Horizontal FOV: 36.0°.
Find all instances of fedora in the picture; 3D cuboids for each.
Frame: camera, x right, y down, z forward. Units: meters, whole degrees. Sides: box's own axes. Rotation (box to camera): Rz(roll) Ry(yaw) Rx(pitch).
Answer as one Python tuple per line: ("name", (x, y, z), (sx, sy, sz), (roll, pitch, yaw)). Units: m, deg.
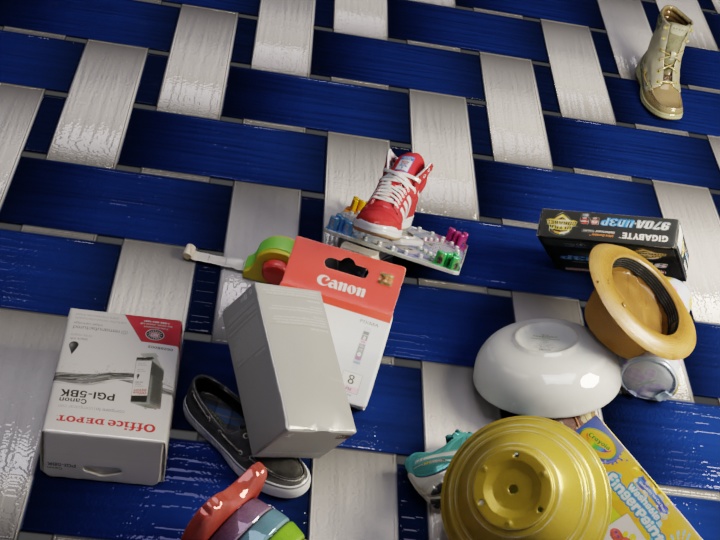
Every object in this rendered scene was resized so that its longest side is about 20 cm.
("fedora", (0.362, 0.056, 1.503), (0.200, 0.082, 0.201), (26, 37, -22))

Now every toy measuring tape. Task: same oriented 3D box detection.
("toy measuring tape", (-0.152, -0.024, 1.583), (0.200, 0.074, 0.074), (14, 43, -1))

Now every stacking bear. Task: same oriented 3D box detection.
("stacking bear", (-0.088, 0.328, 1.201), (0.200, 0.114, 0.121), (41, 34, 12))

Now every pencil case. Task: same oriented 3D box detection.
("pencil case", (0.429, 0.096, 1.599), (0.091, 0.083, 0.200), (32, 43, -7))

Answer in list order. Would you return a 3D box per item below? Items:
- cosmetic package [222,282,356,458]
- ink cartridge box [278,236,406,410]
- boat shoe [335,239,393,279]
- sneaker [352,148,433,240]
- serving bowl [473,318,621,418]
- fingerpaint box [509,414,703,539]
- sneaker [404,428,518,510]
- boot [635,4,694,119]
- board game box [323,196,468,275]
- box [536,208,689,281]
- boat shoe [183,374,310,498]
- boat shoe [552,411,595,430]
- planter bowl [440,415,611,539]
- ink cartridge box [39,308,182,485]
("cosmetic package", (-0.088, 0.122, 1.340), (0.107, 0.090, 0.200), (11, 55, -37))
("ink cartridge box", (-0.042, 0.065, 1.459), (0.162, 0.057, 0.200), (17, 83, 3))
("boat shoe", (0.000, 0.000, 1.606), (0.075, 0.093, 0.200), (19, 14, 12))
("sneaker", (0.046, -0.108, 1.537), (0.071, 0.113, 0.200), (20, 14, 8))
("serving bowl", (0.250, 0.117, 1.492), (0.200, 0.066, 0.200), (-3, 27, 2))
("fingerpaint box", (0.279, 0.300, 1.294), (0.167, 0.073, 0.200), (-39, 56, 1))
("sneaker", (0.147, 0.226, 1.398), (0.200, 0.078, 0.080), (-17, 42, -29))
("boot", (0.586, -0.395, 2.105), (0.072, 0.155, 0.200), (6, 43, -8))
("board game box", (0.060, -0.056, 1.639), (0.200, 0.026, 0.200), (18, 15, 5))
("box", (0.373, -0.037, 1.628), (0.200, 0.159, 0.046), (6, 74, 23))
("boat shoe", (-0.138, 0.196, 1.356), (0.200, 0.066, 0.070), (39, 48, 25))
("boat shoe", (0.272, 0.218, 1.440), (0.072, 0.072, 0.200), (5, 39, -5))
("planter bowl", (0.179, 0.253, 1.254), (0.200, 0.083, 0.201), (-6, 68, 16))
("ink cartridge box", (-0.299, 0.150, 1.350), (0.147, 0.083, 0.200), (7, 42, -9))
